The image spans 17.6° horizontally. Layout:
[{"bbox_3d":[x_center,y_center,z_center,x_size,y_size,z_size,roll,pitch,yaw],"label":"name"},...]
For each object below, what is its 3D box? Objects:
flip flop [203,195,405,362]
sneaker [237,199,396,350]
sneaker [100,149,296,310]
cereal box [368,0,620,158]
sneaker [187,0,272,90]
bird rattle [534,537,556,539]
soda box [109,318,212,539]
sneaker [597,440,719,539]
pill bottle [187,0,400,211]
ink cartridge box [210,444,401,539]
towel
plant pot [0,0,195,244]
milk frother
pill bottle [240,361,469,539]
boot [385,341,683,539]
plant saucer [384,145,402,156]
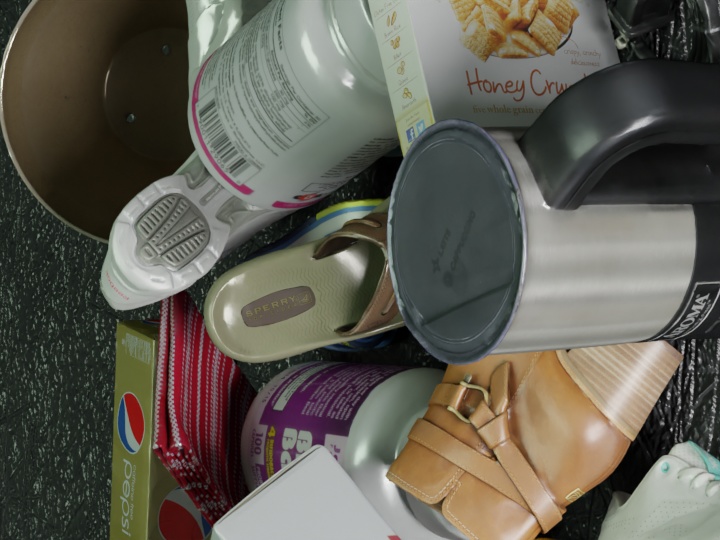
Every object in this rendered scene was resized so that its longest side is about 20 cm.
[{"bbox_3d":[0.000,0.000,1.380,0.058,0.199,0.082,19,-129,-86],"label":"flip flop"},{"bbox_3d":[-0.024,0.018,1.496,0.200,0.074,0.083,-33,67,56],"label":"sneaker"},{"bbox_3d":[-0.094,-0.043,1.468,0.078,0.200,0.099,55,147,1],"label":"sneaker"},{"bbox_3d":[0.078,-0.110,1.262,0.039,0.143,0.201,-30,68,51],"label":"cereal box"},{"bbox_3d":[-0.084,-0.174,1.491,0.088,0.075,0.201,42,135,46],"label":"sneaker"},{"bbox_3d":[0.100,0.247,1.339,0.200,0.112,0.164,113,154,-55],"label":"bird rattle"},{"bbox_3d":[-0.140,0.138,1.712,0.064,0.067,0.201,20,110,57],"label":"soda box"},{"bbox_3d":[0.179,0.128,1.196,0.200,0.075,0.089,-25,55,56],"label":"sneaker"},{"bbox_3d":[-0.010,-0.119,1.361,0.200,0.113,0.114,-32,66,54],"label":"pill bottle"},{"bbox_3d":[-0.019,0.210,1.359,0.146,0.083,0.200,49,158,14],"label":"ink cartridge box"},{"bbox_3d":[-0.079,0.117,1.502,0.022,0.200,0.145,-18,43,16],"label":"towel"},{"bbox_3d":[-0.138,-0.120,1.606,0.134,0.199,0.202,-72,-17,-84],"label":"plant pot"},{"bbox_3d":[0.111,-0.067,1.169,0.200,0.187,0.181,52,132,42],"label":"milk frother"},{"bbox_3d":[0.018,0.113,1.409,0.200,0.112,0.113,-1,92,59],"label":"pill bottle"},{"bbox_3d":[0.063,0.055,1.289,0.155,0.074,0.200,-51,51,2],"label":"boot"},{"bbox_3d":[0.034,-0.171,1.431,0.201,0.039,0.202,7,98,57],"label":"plant saucer"}]
